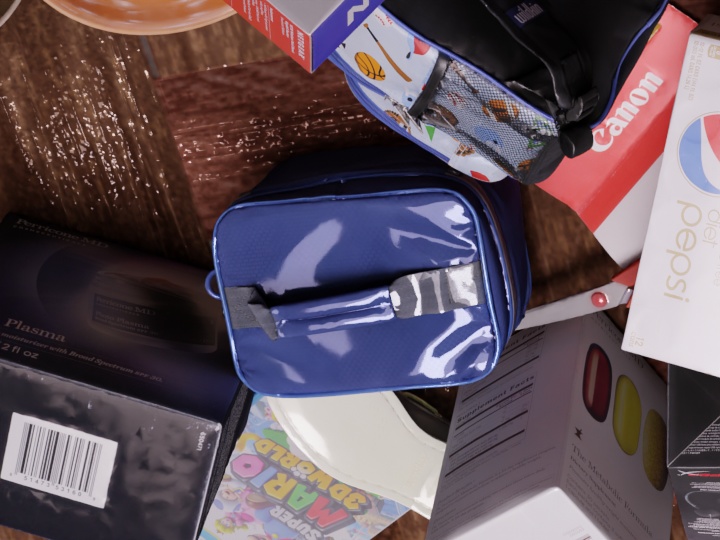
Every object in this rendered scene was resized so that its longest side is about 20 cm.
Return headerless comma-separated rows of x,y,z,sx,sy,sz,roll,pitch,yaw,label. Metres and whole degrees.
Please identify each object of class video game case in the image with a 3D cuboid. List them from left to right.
-0.051,0.152,1.553,0.143,0.018,0.200,40,122,-16,video game case

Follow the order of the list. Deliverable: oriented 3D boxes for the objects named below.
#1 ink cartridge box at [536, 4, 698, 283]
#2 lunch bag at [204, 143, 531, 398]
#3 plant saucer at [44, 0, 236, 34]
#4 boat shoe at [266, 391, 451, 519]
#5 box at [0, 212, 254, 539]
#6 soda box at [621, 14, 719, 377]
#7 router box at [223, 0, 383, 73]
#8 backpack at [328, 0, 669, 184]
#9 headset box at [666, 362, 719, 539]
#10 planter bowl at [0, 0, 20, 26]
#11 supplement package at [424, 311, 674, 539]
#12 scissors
0.203,-0.061,1.338,0.199,0.050,0.161,30,124,-12,ink cartridge box
0.000,0.000,1.349,0.199,0.132,0.137,-7,104,17,lunch bag
-0.110,-0.223,1.253,0.199,0.038,0.201,-14,141,-12,plant saucer
0.018,0.115,1.468,0.201,0.060,0.072,32,94,-15,boat shoe
-0.175,0.074,1.407,0.199,0.199,0.124,16,115,1,box
0.211,-0.044,1.280,0.068,0.064,0.201,15,110,15,soda box
-0.026,-0.233,1.129,0.179,0.200,0.049,41,166,12,router box
0.065,-0.160,1.225,0.190,0.200,0.154,35,144,-6,backpack
0.277,0.123,1.388,0.148,0.075,0.200,-2,157,13,headset box
-0.308,-0.199,1.277,0.200,0.201,0.135,43,145,-18,planter bowl
0.127,0.131,1.390,0.109,0.200,0.114,-31,114,29,supplement package
0.165,0.020,1.370,0.200,0.014,0.073,-35,97,32,scissors
